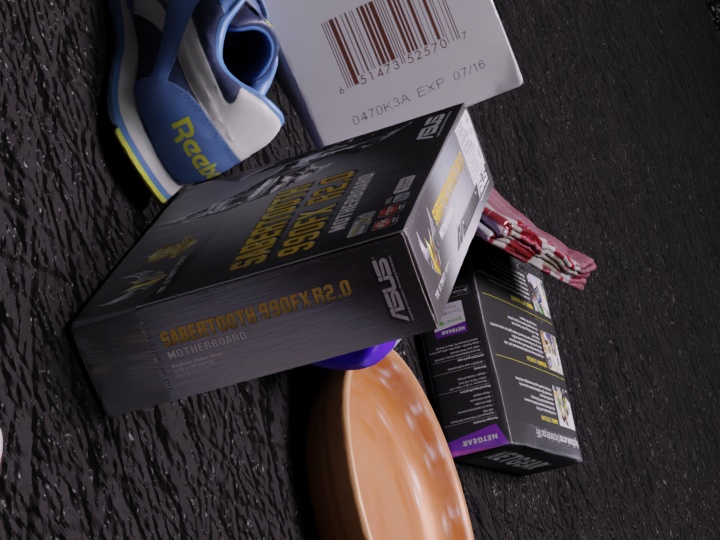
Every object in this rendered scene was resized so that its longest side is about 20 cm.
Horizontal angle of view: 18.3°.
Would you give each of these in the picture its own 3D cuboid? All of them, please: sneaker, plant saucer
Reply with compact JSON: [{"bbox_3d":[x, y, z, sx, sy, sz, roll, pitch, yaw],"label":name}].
[{"bbox_3d":[-0.080,-0.126,1.125,0.074,0.082,0.200,49,27,-51],"label":"sneaker"},{"bbox_3d":[0.017,0.138,1.253,0.200,0.037,0.200,-16,90,-74],"label":"plant saucer"}]

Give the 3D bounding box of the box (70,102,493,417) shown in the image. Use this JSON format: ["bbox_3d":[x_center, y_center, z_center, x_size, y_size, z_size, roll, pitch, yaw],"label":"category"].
[{"bbox_3d":[-0.029,-0.010,1.037,0.200,0.158,0.048,-61,133,-67],"label":"box"}]

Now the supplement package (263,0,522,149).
[{"bbox_3d":[-0.003,-0.155,1.240,0.200,0.117,0.117,-118,-176,-67],"label":"supplement package"}]

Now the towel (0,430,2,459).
[{"bbox_3d":[-0.172,0.072,0.730,0.200,0.023,0.144,52,27,-51],"label":"towel"}]

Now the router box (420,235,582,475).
[{"bbox_3d":[0.095,0.061,1.556,0.200,0.051,0.149,24,53,-69],"label":"router box"}]

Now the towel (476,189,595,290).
[{"bbox_3d":[0.073,-0.050,1.486,0.144,0.023,0.200,39,6,23],"label":"towel"}]

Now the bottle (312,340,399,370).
[{"bbox_3d":[0.000,0.000,1.255,0.200,0.083,0.065,-47,153,-72],"label":"bottle"}]
